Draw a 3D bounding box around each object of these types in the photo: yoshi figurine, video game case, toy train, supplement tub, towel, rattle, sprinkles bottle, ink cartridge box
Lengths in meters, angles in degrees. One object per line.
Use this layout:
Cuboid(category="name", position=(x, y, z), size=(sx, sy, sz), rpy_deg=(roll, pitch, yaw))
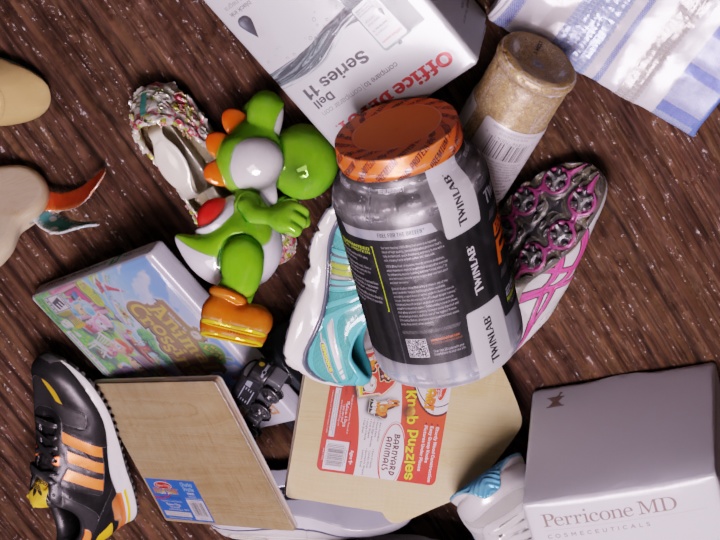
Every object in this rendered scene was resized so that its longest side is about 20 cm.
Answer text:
Cuboid(category="yoshi figurine", position=(-0.068, -0.041, 1.515), size=(0.112, 0.202, 0.112), rpy_deg=(1, 166, 35))
Cuboid(category="video game case", position=(-0.169, 0.070, 1.645), size=(0.181, 0.022, 0.200), rpy_deg=(-17, 120, 45))
Cuboid(category="toy train", position=(-0.107, 0.131, 1.624), size=(0.046, 0.034, 0.200), rpy_deg=(34, 143, 3))
Cuboid(category="supplement tub", position=(0.049, -0.021, 1.443), size=(0.121, 0.123, 0.201), rpy_deg=(-7, 121, 14))
Cuboid(category="towel", position=(0.212, -0.201, 1.446), size=(0.199, 0.024, 0.147), rpy_deg=(29, 123, -10))
Cuboid(category="rattle", position=(-0.315, -0.026, 1.622), size=(0.198, 0.131, 0.144), rpy_deg=(-11, 136, -15))
Cuboid(category="sprinkles bottle", position=(0.098, -0.093, 1.496), size=(0.068, 0.068, 0.201), rpy_deg=(25, 129, -7))
Cuboid(category="ink cartridge box", position=(-0.018, -0.210, 1.442), size=(0.146, 0.083, 0.200), rpy_deg=(-32, 113, 27))

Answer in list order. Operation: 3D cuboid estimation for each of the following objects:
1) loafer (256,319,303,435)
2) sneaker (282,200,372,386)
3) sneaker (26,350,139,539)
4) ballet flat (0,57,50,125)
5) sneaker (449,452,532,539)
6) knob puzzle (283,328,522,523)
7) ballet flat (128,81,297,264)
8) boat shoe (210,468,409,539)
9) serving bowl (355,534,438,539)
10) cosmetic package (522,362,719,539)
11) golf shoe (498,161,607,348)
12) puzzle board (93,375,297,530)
Cuboid(category="loafer", position=(-0.030, 0.130, 1.680), size=(0.072, 0.073, 0.200), rpy_deg=(-21, 113, 43))
Cuboid(category="sneaker", position=(0.000, 0.000, 1.547), size=(0.079, 0.077, 0.202), rpy_deg=(19, 109, 14))
Cuboid(category="sneaker", position=(-0.268, 0.172, 1.714), size=(0.070, 0.090, 0.201), rpy_deg=(19, 136, 42))
Cuboid(category="ballet flat", position=(-0.356, -0.148, 1.550), size=(0.198, 0.063, 0.069), rpy_deg=(12, 124, 2))
Cuboid(category="sneaker", position=(0.131, 0.220, 1.642), size=(0.076, 0.081, 0.200), rpy_deg=(-32, 156, -2))
Cuboid(category="knob puzzle", position=(0.042, 0.118, 1.636), size=(0.218, 0.030, 0.222), rpy_deg=(-1, 94, -13))
Cuboid(category="ballet flat", position=(-0.128, -0.067, 1.565), size=(0.075, 0.064, 0.200), rpy_deg=(-30, 114, 25))
Cuboid(category="boat shoe", position=(-0.046, 0.222, 1.744), size=(0.198, 0.071, 0.070), rpy_deg=(-4, 151, 6))
Cuboid(category="serving bowl", position=(0.026, 0.279, 1.700), size=(0.198, 0.200, 0.066), rpy_deg=(-3, 96, 11))
Cuboid(category="cosmetic package", position=(0.244, 0.215, 1.624), size=(0.166, 0.167, 0.201), rpy_deg=(-11, 119, 16))
Cuboid(category="golf shoe", position=(0.141, -0.006, 1.564), size=(0.073, 0.092, 0.201), rpy_deg=(44, 109, 26))
Cuboid(category="puzzle board", position=(-0.145, 0.157, 1.650), size=(0.199, 0.017, 0.152), rpy_deg=(-5, 117, 51))
